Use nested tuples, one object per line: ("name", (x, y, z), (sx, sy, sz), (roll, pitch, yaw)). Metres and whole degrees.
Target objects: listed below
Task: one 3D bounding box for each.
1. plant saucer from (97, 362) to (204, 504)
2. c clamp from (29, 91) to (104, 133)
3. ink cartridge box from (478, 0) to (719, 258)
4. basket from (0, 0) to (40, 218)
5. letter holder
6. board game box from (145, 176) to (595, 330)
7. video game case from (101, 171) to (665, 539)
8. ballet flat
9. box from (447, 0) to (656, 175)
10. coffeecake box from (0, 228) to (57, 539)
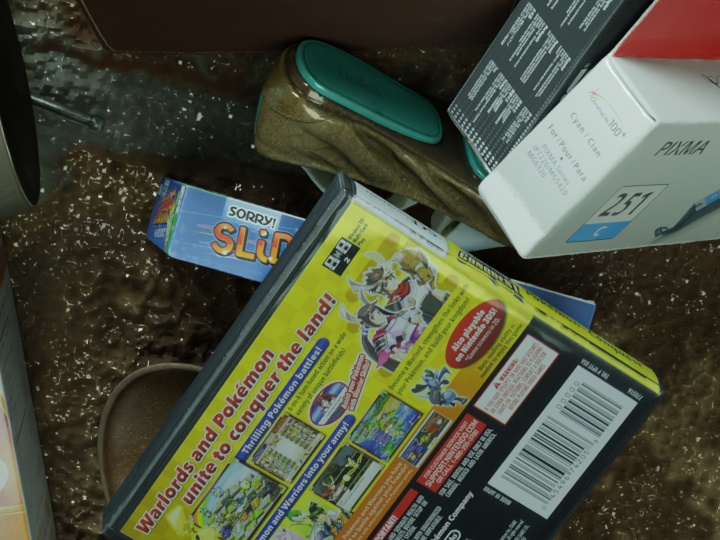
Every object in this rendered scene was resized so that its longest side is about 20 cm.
("plant saucer", (-0.051, 0.128, 1.065), (0.199, 0.037, 0.202), (24, 132, 30))
("c clamp", (-0.185, -0.177, 0.973), (0.169, 0.027, 0.202), (13, 117, -3))
("ink cartridge box", (0.171, -0.081, 0.942), (0.176, 0.199, 0.045), (-48, 65, 32))
("basket", (-0.254, -0.066, 0.941), (0.198, 0.182, 0.136), (-11, 149, -1))
("letter holder", (-0.027, -0.161, 0.960), (0.198, 0.142, 0.102), (-1, 83, 0))
("board game box", (0.000, 0.000, 1.004), (0.198, 0.135, 0.035), (16, 91, -12))
("video game case", (0.010, 0.083, 0.951), (0.180, 0.026, 0.201), (31, 107, -16))
("ballet flat", (0.034, -0.047, 1.023), (0.198, 0.068, 0.072), (19, 131, -23))
("box", (0.147, -0.132, 0.921), (0.159, 0.044, 0.200), (-15, 151, -41))
("coffeecake box", (-0.246, 0.082, 1.057), (0.152, 0.073, 0.202), (-6, 114, 0))
